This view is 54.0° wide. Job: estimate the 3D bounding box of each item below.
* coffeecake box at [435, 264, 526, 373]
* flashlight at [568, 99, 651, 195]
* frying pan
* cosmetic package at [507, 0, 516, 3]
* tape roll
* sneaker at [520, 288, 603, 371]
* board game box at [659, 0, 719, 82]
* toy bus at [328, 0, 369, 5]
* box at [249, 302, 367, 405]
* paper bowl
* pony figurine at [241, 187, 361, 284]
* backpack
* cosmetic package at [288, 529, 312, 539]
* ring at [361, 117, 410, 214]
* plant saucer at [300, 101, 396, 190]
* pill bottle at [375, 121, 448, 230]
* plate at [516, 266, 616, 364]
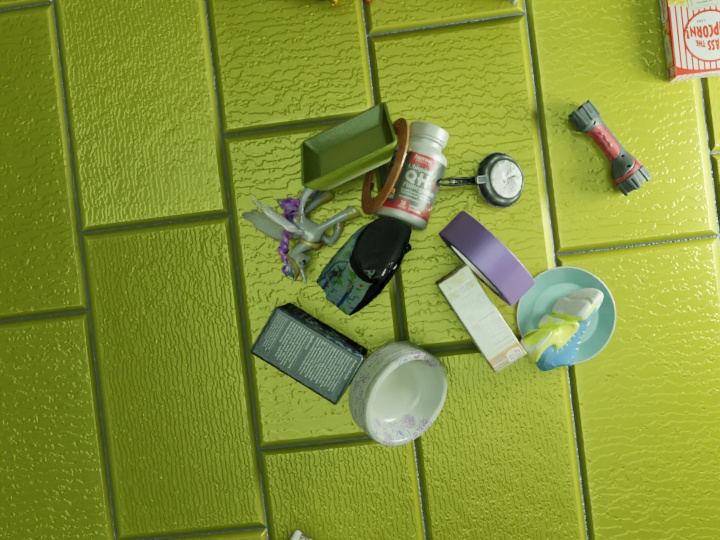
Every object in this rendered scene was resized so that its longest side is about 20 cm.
[{"bbox_3d":[0.232,0.090,1.391,0.073,0.154,0.200,-33,89,4],"label":"coffeecake box"},{"bbox_3d":[0.495,-0.246,1.415,0.068,0.068,0.200,-39,89,-2],"label":"flashlight"},{"bbox_3d":[0.254,-0.195,1.416,0.189,0.031,0.115,19,80,-22],"label":"frying pan"},{"bbox_3d":[0.276,-0.651,1.353,0.165,0.200,0.165,28,92,3],"label":"cosmetic package"},{"bbox_3d":[0.243,-0.023,1.366,0.200,0.200,0.066,45,93,2],"label":"tape roll"},{"bbox_3d":[0.410,0.124,1.407,0.200,0.076,0.105,-35,118,-7],"label":"sneaker"},{"bbox_3d":[0.686,-0.489,1.410,0.151,0.046,0.201,-7,90,4],"label":"board game box"},{"bbox_3d":[-0.056,-0.610,1.430,0.200,0.136,0.192,-44,103,5],"label":"toy bus"},{"bbox_3d":[-0.099,0.162,1.416,0.200,0.148,0.107,31,93,3],"label":"box"},{"bbox_3d":[0.066,0.236,1.400,0.200,0.104,0.202,-14,117,-29],"label":"paper bowl"},{"bbox_3d":[-0.128,-0.096,1.429,0.193,0.167,0.200,43,77,-5],"label":"pony figurine"},{"bbox_3d":[0.000,0.000,1.394,0.153,0.200,0.163,26,52,10],"label":"backpack"},{"bbox_3d":[-0.132,0.672,1.413,0.165,0.165,0.200,35,94,3],"label":"cosmetic package"},{"bbox_3d":[0.051,-0.202,1.385,0.019,0.200,0.201,18,92,-18],"label":"ring"},{"bbox_3d":[-0.020,-0.237,1.400,0.199,0.200,0.048,-24,124,11],"label":"plant saucer"},{"bbox_3d":[0.108,-0.190,1.416,0.110,0.111,0.201,18,87,3],"label":"pill bottle"},{"bbox_3d":[0.418,0.092,1.443,0.199,0.026,0.201,0,91,3],"label":"plate"}]
